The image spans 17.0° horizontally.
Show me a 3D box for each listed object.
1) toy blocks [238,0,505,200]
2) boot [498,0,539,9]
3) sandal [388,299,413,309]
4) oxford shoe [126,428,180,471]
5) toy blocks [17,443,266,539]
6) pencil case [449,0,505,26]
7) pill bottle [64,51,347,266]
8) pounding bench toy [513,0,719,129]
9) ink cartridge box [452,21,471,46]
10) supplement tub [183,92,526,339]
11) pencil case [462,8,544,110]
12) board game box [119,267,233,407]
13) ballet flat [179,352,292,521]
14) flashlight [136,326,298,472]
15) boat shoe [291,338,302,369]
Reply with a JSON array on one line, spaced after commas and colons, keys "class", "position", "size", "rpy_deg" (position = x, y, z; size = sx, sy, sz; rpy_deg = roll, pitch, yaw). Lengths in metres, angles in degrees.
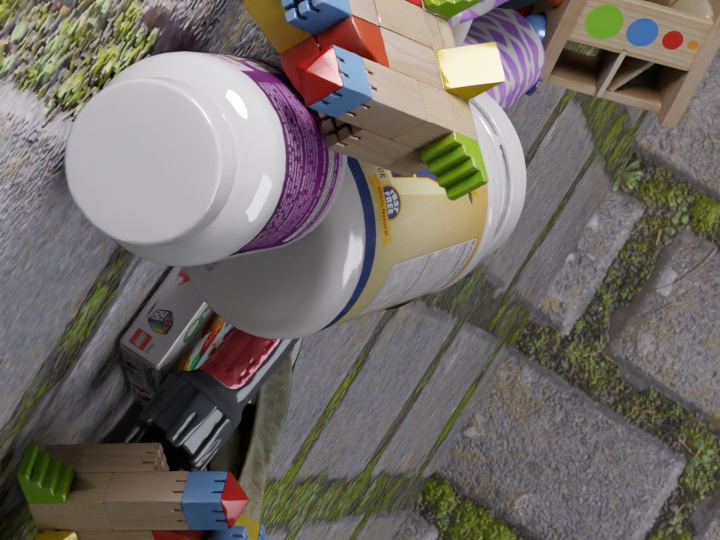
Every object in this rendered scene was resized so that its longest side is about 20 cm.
[{"class": "toy blocks", "position": [-0.010, -0.141, 1.295], "size": [0.100, 0.201, 0.137], "rpy_deg": [-26, 155, 30]}, {"class": "boot", "position": [0.158, -0.300, 1.784], "size": [0.200, 0.076, 0.168], "rpy_deg": [-45, 162, -26]}, {"class": "sandal", "position": [0.000, 0.000, 1.670], "size": [0.082, 0.055, 0.200], "rpy_deg": [-56, -155, -19]}, {"class": "oxford shoe", "position": [-0.111, 0.108, 1.721], "size": [0.200, 0.070, 0.075], "rpy_deg": [-52, -179, -32]}, {"class": "toy blocks", "position": [-0.123, 0.181, 1.531], "size": [0.100, 0.136, 0.200], "rpy_deg": [-77, 161, -47]}, {"class": "pencil case", "position": [0.086, -0.207, 1.462], "size": [0.200, 0.084, 0.086], "rpy_deg": [-27, 172, -1]}, {"class": "pill bottle", "position": [-0.083, -0.060, 1.270], "size": [0.112, 0.112, 0.200], "rpy_deg": [-59, 170, 10]}, {"class": "pounding bench toy", "position": [0.222, -0.247, 1.999], "size": [0.124, 0.155, 0.200], "rpy_deg": [-98, -154, -51]}, {"class": "ink cartridge box", "position": [0.034, -0.151, 1.634], "size": [0.162, 0.050, 0.201], "rpy_deg": [24, 84, -79]}, {"class": "supplement tub", "position": [-0.004, -0.046, 1.474], "size": [0.200, 0.144, 0.145], "rpy_deg": [-18, 142, -49]}, {"class": "pencil case", "position": [0.074, -0.144, 1.873], "size": [0.085, 0.084, 0.200], "rpy_deg": [-36, -179, 33]}, {"class": "board game box", "position": [-0.089, -0.002, 1.630], "size": [0.200, 0.035, 0.126], "rpy_deg": [-55, 169, -16]}, {"class": "ballet flat", "position": [-0.089, 0.113, 1.644], "size": [0.062, 0.067, 0.201], "rpy_deg": [39, 48, -43]}, {"class": "flashlight", "position": [-0.069, 0.035, 1.577], "size": [0.200, 0.068, 0.068], "rpy_deg": [-50, 171, -16]}, {"class": "boat shoe", "position": [-0.098, 0.112, 1.844], "size": [0.200, 0.069, 0.057], "rpy_deg": [-60, 170, 1]}]
